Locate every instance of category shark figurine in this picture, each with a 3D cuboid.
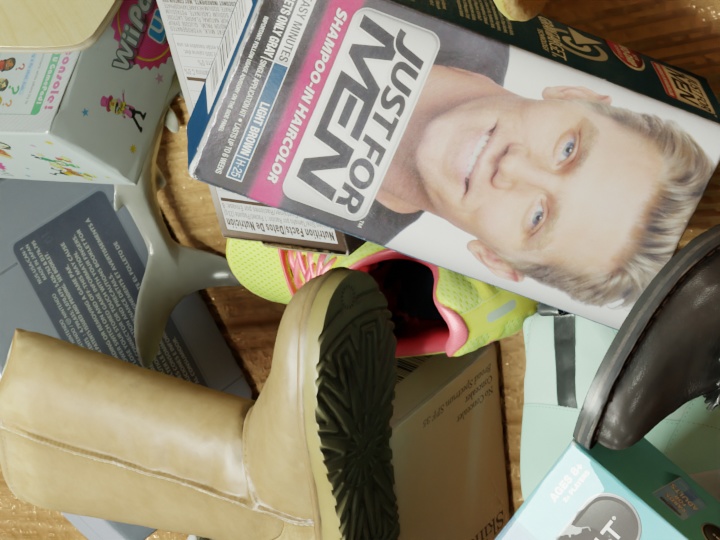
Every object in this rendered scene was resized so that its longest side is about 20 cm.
[{"bbox_3d":[-0.116,-0.066,1.199,0.128,0.089,0.215,34,134,23],"label":"shark figurine"}]

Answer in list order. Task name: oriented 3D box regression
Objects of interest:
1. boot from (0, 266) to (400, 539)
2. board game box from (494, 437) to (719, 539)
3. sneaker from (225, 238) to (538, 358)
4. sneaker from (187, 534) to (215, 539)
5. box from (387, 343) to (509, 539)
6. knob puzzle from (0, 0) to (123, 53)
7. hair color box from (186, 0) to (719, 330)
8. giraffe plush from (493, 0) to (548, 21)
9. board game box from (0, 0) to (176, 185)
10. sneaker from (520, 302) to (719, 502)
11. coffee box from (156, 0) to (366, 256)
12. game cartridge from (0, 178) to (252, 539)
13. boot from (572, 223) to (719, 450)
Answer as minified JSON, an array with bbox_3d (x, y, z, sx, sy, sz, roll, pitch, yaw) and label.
[{"bbox_3d":[-0.083,0.061,1.114,0.199,0.066,0.176,15,122,27],"label":"boot"},{"bbox_3d":[0.126,0.177,0.956,0.200,0.047,0.151,40,118,9],"label":"board game box"},{"bbox_3d":[0.000,0.000,1.131,0.199,0.090,0.079,4,121,43],"label":"sneaker"},{"bbox_3d":[-0.089,0.166,1.215,0.199,0.074,0.116,17,127,25],"label":"sneaker"},{"bbox_3d":[0.020,0.130,1.203,0.077,0.095,0.201,17,130,34],"label":"box"},{"bbox_3d":[-0.166,-0.183,1.094,0.219,0.220,0.030,41,176,14],"label":"knob puzzle"},{"bbox_3d":[0.039,-0.058,0.976,0.199,0.061,0.100,19,112,-13],"label":"hair color box"},{"bbox_3d":[0.079,-0.187,0.866,0.173,0.162,0.200,44,138,10],"label":"giraffe plush"},{"bbox_3d":[-0.173,-0.121,1.163,0.199,0.148,0.064,4,160,42],"label":"board game box"},{"bbox_3d":[0.157,0.043,1.026,0.199,0.074,0.119,-11,75,21],"label":"sneaker"},{"bbox_3d":[-0.024,-0.123,1.049,0.079,0.114,0.201,8,123,39],"label":"coffee box"},{"bbox_3d":[-0.140,0.037,1.257,0.041,0.133,0.201,-12,109,55],"label":"game cartridge"},{"bbox_3d":[0.199,0.046,0.907,0.174,0.200,0.069,46,165,17],"label":"boot"}]
